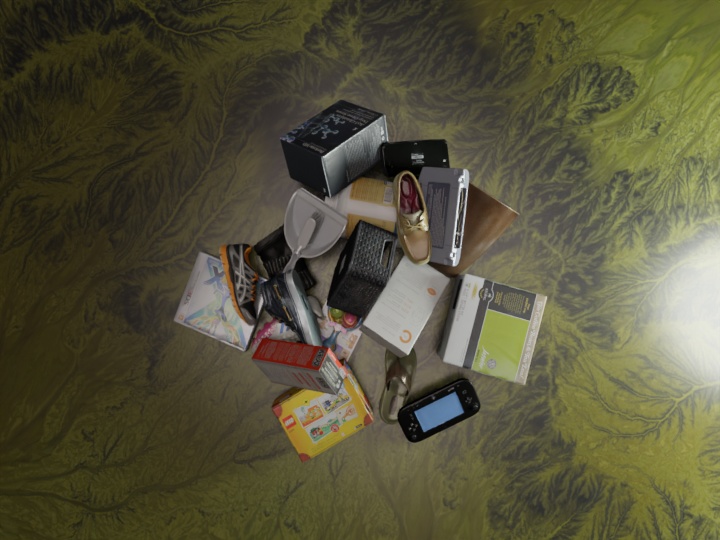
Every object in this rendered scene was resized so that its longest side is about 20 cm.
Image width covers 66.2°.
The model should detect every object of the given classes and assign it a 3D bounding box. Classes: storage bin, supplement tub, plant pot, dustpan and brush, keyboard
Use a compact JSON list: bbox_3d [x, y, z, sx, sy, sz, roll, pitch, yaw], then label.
[{"bbox_3d":[0.000,0.000,1.234,0.092,0.201,0.138,19,58,-10],"label":"storage bin"},{"bbox_3d":[0.018,-0.140,1.283,0.195,0.145,0.149,10,89,2],"label":"supplement tub"},{"bbox_3d":[0.231,-0.095,1.271,0.185,0.187,0.203,32,104,3],"label":"plant pot"},{"bbox_3d":[-0.129,-0.062,1.246,0.138,0.057,0.202,32,121,4],"label":"dustpan and brush"},{"bbox_3d":[0.126,-0.251,1.302,0.196,0.039,0.107,-10,96,-30],"label":"keyboard"}]

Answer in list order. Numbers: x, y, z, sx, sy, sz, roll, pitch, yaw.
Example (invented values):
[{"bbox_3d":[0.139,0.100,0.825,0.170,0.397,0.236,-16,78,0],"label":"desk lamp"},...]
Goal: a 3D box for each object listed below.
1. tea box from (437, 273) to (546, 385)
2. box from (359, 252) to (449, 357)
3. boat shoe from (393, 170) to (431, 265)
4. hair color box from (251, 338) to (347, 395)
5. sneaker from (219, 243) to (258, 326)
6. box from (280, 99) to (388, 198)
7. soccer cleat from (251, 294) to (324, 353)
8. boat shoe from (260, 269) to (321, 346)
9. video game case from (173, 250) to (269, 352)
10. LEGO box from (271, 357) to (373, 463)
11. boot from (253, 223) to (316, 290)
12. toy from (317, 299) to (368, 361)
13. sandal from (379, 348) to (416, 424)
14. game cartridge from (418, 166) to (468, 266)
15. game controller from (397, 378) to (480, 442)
[{"bbox_3d":[0.297,0.130,1.272,0.192,0.134,0.205,16,90,3],"label":"tea box"},{"bbox_3d":[0.100,0.080,1.278,0.123,0.098,0.202,32,76,2],"label":"box"},{"bbox_3d":[0.108,-0.112,1.173,0.072,0.066,0.205,-15,88,2],"label":"boat shoe"},{"bbox_3d":[-0.139,0.214,1.241,0.196,0.102,0.062,4,51,33],"label":"hair color box"},{"bbox_3d":[-0.274,0.030,1.306,0.075,0.078,0.205,-15,89,-7],"label":"sneaker"},{"bbox_3d":[-0.055,-0.278,1.243,0.147,0.109,0.199,29,57,36],"label":"box"},{"bbox_3d":[-0.172,0.144,1.314,0.199,0.070,0.087,-42,65,0],"label":"soccer cleat"},{"bbox_3d":[-0.157,0.106,1.260,0.089,0.071,0.205,-18,96,14],"label":"boat shoe"},{"bbox_3d":[-0.336,0.075,1.353,0.196,0.022,0.186,22,90,2],"label":"video game case"},{"bbox_3d":[-0.087,0.327,1.301,0.197,0.077,0.151,-29,96,2],"label":"LEGO box"},{"bbox_3d":[-0.140,-0.036,1.318,0.209,0.079,0.160,-33,81,12],"label":"boot"},{"bbox_3d":[-0.041,0.115,1.328,0.113,0.047,0.203,27,90,1],"label":"toy"},{"bbox_3d":[0.091,0.267,1.314,0.078,0.057,0.207,7,89,2],"label":"sandal"},{"bbox_3d":[0.168,-0.121,1.205,0.131,0.040,0.206,14,102,44],"label":"game cartridge"},{"bbox_3d":[0.185,0.330,1.306,0.196,0.042,0.106,-26,119,1],"label":"game controller"}]
